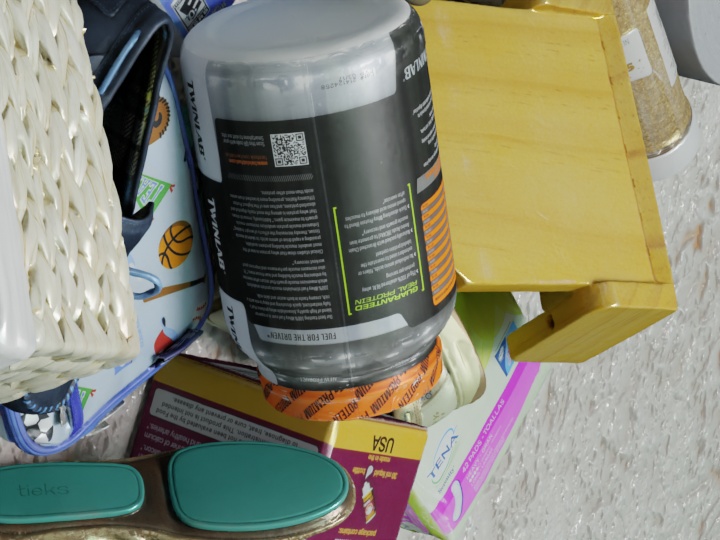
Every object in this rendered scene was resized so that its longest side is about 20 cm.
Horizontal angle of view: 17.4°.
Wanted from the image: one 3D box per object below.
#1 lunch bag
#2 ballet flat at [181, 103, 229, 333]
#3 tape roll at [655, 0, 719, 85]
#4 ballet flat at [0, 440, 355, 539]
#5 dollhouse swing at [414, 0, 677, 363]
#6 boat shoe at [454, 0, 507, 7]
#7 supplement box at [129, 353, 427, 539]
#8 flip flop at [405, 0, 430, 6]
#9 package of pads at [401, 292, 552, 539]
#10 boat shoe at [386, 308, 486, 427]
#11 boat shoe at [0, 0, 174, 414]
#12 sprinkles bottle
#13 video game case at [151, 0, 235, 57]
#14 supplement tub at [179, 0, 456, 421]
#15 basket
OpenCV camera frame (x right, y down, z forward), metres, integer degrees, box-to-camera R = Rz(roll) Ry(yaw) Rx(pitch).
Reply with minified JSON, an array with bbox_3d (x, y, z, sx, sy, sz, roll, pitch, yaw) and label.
[{"bbox_3d":[-0.151,-0.011,1.149,0.160,0.076,0.200,-40,134,-37],"label":"lunch bag"},{"bbox_3d":[-0.070,-0.012,1.286,0.070,0.067,0.200,-28,128,-22],"label":"ballet flat"},{"bbox_3d":[0.253,-0.233,1.651,0.200,0.066,0.200,-29,128,-46],"label":"tape roll"},{"bbox_3d":[-0.103,0.129,1.215,0.071,0.200,0.065,-95,-174,-45],"label":"ballet flat"},{"bbox_3d":[0.071,-0.052,1.385,0.176,0.182,0.200,-5,75,-23],"label":"dollhouse swing"},{"bbox_3d":[0.128,-0.239,1.462,0.200,0.065,0.072,-57,144,-23],"label":"boat shoe"},{"bbox_3d":[-0.063,0.160,1.304,0.103,0.131,0.200,15,93,-57],"label":"supplement box"},{"bbox_3d":[0.010,-0.187,1.247,0.058,0.081,0.200,-54,172,9],"label":"flip flop"},{"bbox_3d":[0.034,0.062,1.460,0.155,0.068,0.200,-58,142,-22],"label":"package of pads"},{"bbox_3d":[0.000,0.000,1.327,0.063,0.073,0.200,-32,96,-18],"label":"boat shoe"},{"bbox_3d":[-0.128,-0.027,1.044,0.084,0.069,0.200,-21,123,-60],"label":"boat shoe"},{"bbox_3d":[0.175,-0.145,1.573,0.068,0.068,0.200,-57,144,-23],"label":"sprinkles bottle"},{"bbox_3d":[-0.081,-0.239,1.170,0.200,0.045,0.181,-59,144,-20],"label":"video game case"},{"bbox_3d":[-0.018,-0.033,1.186,0.123,0.123,0.200,-33,123,-45],"label":"supplement tub"},{"bbox_3d":[-0.182,-0.040,0.969,0.123,0.136,0.200,11,64,-63],"label":"basket"}]
